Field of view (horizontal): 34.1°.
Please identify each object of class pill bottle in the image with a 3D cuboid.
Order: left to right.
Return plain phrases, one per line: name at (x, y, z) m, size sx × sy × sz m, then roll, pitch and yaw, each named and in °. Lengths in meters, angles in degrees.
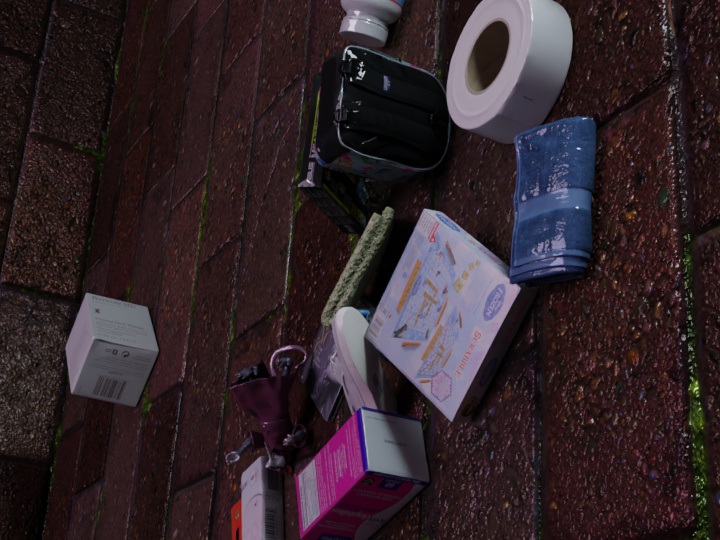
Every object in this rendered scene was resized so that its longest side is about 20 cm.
pill bottle at (0.028, -0.490, 1.990) m, size 0.108 × 0.107 × 0.203 m, roll 11°, pitch 86°, yaw 64°

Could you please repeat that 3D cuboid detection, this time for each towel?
towel at (0.000, 0.000, 1.771) m, size 0.202 × 0.036 × 0.148 m, roll -62°, pitch -6°, yaw -1°
towel at (0.231, -0.084, 1.412) m, size 0.111 × 0.048 × 0.203 m, roll -14°, pitch 62°, yaw 47°

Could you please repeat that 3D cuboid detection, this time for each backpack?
backpack at (0.031, -0.221, 1.738) m, size 0.150 × 0.197 × 0.180 m, roll 154°, pitch 122°, yaw -62°

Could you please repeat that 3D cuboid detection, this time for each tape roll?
tape roll at (0.197, -0.276, 1.578) m, size 0.202 × 0.070 × 0.205 m, roll -40°, pitch 42°, yaw 48°

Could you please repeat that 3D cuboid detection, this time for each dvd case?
dvd case at (-0.038, 0.121, 1.892) m, size 0.202 × 0.016 × 0.149 m, roll -68°, pitch 26°, yaw 14°

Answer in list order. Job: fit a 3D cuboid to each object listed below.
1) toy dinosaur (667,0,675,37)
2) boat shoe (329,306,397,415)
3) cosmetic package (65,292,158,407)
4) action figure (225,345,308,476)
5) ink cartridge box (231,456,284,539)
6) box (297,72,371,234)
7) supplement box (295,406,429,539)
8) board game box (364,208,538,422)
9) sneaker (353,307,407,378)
toy dinosaur at (0.374, -0.373, 1.289) m, size 0.201 × 0.060 × 0.107 m, roll -52°, pitch 35°, yaw 38°
boat shoe at (-0.008, 0.140, 1.645) m, size 0.068 × 0.202 × 0.072 m, roll -4°, pitch 37°, yaw 30°
cosmetic package at (-0.597, 0.189, 2.802) m, size 0.168 × 0.165 × 0.201 m, roll -64°, pitch 28°, yaw 21°
action figure at (-0.147, 0.244, 1.935) m, size 0.149 × 0.132 × 0.203 m, roll -53°, pitch -45°, yaw -60°
ink cartridge box at (-0.194, 0.434, 1.998) m, size 0.200 × 0.056 × 0.164 m, roll -43°, pitch 40°, yaw 40°
box at (-0.032, -0.183, 1.867) m, size 0.047 × 0.200 × 0.196 m, roll 2°, pitch 72°, yaw 22°
supplement box at (-0.002, 0.290, 1.629) m, size 0.200 × 0.100 × 0.104 m, roll -50°, pitch 35°, yaw 41°
board game box at (0.112, 0.057, 1.527) m, size 0.199 × 0.041 × 0.202 m, roll 43°, pitch 116°, yaw 40°
sneaker at (0.042, 0.103, 1.666) m, size 0.200 × 0.081 × 0.074 m, roll 26°, pitch 97°, yaw 63°
